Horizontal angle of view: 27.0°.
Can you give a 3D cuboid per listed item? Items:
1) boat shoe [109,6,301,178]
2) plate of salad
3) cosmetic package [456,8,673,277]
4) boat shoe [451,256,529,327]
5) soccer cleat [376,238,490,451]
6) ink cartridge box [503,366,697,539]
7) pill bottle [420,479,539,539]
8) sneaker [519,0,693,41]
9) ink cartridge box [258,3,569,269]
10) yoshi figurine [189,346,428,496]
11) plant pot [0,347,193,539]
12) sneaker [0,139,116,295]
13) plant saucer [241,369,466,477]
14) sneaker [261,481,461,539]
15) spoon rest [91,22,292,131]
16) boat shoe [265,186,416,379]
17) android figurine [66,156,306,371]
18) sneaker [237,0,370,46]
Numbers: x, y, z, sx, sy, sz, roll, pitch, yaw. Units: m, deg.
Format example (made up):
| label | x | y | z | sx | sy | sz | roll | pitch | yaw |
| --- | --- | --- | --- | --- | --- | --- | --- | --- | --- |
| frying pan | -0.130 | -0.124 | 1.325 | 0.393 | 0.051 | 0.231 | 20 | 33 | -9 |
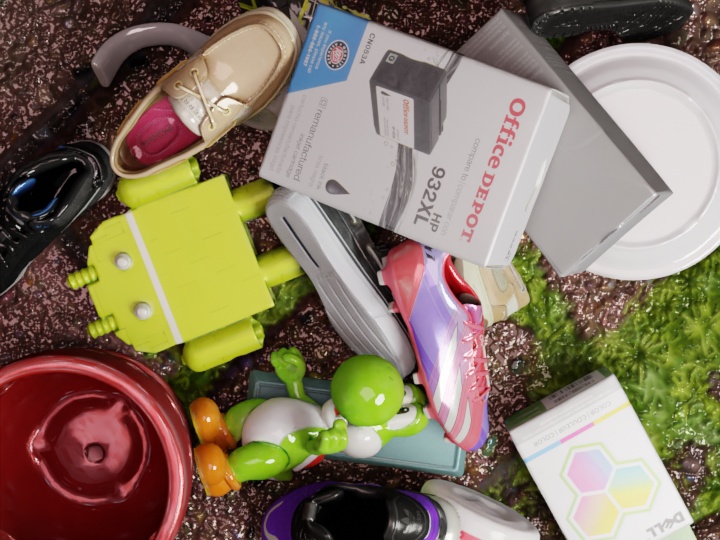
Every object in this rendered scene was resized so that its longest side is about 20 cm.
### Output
| label | x | y | z | sx | sy | sz | roll | pitch | yaw |
| --- | --- | --- | --- | --- | --- | --- | --- | --- | --- |
| boat shoe | -0.127 | -0.132 | 1.196 | 0.074 | 0.069 | 0.200 | 47 | 124 | -8 |
| plate of salad | 0.233 | -0.092 | 1.279 | 0.198 | 0.048 | 0.202 | 1 | 101 | 7 |
| cosmetic package | 0.149 | -0.104 | 1.222 | 0.107 | 0.090 | 0.200 | -40 | 82 | 20 |
| boat shoe | 0.091 | -0.052 | 1.281 | 0.076 | 0.072 | 0.201 | -22 | 104 | -10 |
| soccer cleat | 0.078 | 0.062 | 1.246 | 0.076 | 0.067 | 0.201 | -16 | 111 | 18 |
| ink cartridge box | 0.216 | 0.196 | 1.297 | 0.103 | 0.059 | 0.201 | -28 | 94 | 3 |
| pill bottle | 0.066 | 0.290 | 1.281 | 0.110 | 0.111 | 0.201 | 24 | 94 | -1 |
| sneaker | 0.182 | -0.248 | 1.242 | 0.199 | 0.060 | 0.105 | -6 | 66 | -31 |
| ink cartridge box | 0.042 | -0.103 | 1.166 | 0.199 | 0.084 | 0.146 | 23 | 97 | 16 |
| yoshi figurine | -0.044 | 0.118 | 1.255 | 0.199 | 0.112 | 0.113 | -13 | 88 | -1 |
| plant pot | -0.231 | 0.157 | 1.236 | 0.199 | 0.183 | 0.202 | 0 | 95 | 1 |
| sneaker | -0.297 | -0.039 | 1.256 | 0.200 | 0.112 | 0.073 | -42 | 92 | 4 |
| plant saucer | -0.003 | 0.135 | 1.316 | 0.198 | 0.019 | 0.070 | 8 | 94 | 1 |
| sneaker | -0.023 | 0.204 | 1.243 | 0.199 | 0.099 | 0.070 | -9 | 72 | 39 |
| spoon rest | -0.123 | -0.166 | 1.262 | 0.199 | 0.099 | 0.061 | 15 | 70 | 11 |
| boat shoe | 0.000 | 0.000 | 1.276 | 0.071 | 0.072 | 0.201 | -43 | 113 | -30 |
| android figurine | -0.152 | -0.005 | 1.295 | 0.199 | 0.041 | 0.183 | -20 | 95 | 0 |
| sneaker | -0.036 | -0.203 | 1.270 | 0.076 | 0.075 | 0.201 | -37 | 96 | -17 |
